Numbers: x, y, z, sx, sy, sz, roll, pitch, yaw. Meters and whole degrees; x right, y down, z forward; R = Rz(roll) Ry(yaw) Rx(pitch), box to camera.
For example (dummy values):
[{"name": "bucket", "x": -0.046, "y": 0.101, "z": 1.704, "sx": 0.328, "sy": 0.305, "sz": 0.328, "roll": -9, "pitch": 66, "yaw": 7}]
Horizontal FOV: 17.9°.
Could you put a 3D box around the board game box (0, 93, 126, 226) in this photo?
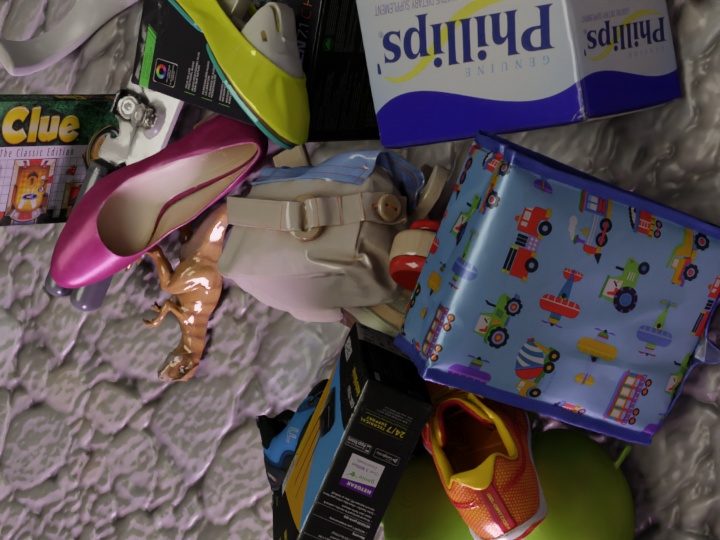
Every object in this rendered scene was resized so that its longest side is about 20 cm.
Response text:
[{"name": "board game box", "x": -0.259, "y": -0.087, "z": 1.792, "sx": 0.023, "sy": 0.199, "sz": 0.105, "roll": 24, "pitch": 110, "yaw": 40}]

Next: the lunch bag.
[{"name": "lunch bag", "x": 0.145, "y": 0.020, "z": 1.452, "sx": 0.094, "sy": 0.199, "sz": 0.151, "roll": -131, "pitch": 63, "yaw": -73}]

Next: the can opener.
[{"name": "can opener", "x": -0.187, "y": -0.064, "z": 1.801, "sx": 0.052, "sy": 0.066, "sz": 0.201, "roll": 27, "pitch": 98, "yaw": 23}]

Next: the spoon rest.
[{"name": "spoon rest", "x": -0.216, "y": -0.238, "z": 1.847, "sx": 0.200, "sy": 0.061, "sz": 0.100, "roll": -44, "pitch": 66, "yaw": 21}]

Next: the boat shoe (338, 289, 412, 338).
[{"name": "boat shoe", "x": 0.000, "y": 0.000, "z": 1.662, "sx": 0.199, "sy": 0.072, "sz": 0.076, "roll": 32, "pitch": 101, "yaw": 27}]

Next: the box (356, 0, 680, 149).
[{"name": "box", "x": 0.095, "y": -0.192, "z": 1.508, "sx": 0.183, "sy": 0.105, "sz": 0.201, "roll": -5, "pitch": 98, "yaw": 44}]

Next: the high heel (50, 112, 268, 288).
[{"name": "high heel", "x": -0.152, "y": -0.048, "z": 1.722, "sx": 0.068, "sy": 0.200, "sz": 0.096, "roll": 55, "pitch": 180, "yaw": -20}]

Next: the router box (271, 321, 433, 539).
[{"name": "router box", "x": -0.009, "y": 0.126, "z": 1.507, "sx": 0.051, "sy": 0.200, "sz": 0.150, "roll": 23, "pitch": 97, "yaw": -6}]

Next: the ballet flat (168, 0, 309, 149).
[{"name": "ballet flat", "x": -0.083, "y": -0.175, "z": 1.593, "sx": 0.067, "sy": 0.067, "sz": 0.200, "roll": -46, "pitch": 61, "yaw": 19}]

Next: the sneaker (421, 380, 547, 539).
[{"name": "sneaker", "x": 0.073, "y": 0.099, "z": 1.464, "sx": 0.077, "sy": 0.073, "sz": 0.200, "roll": 62, "pitch": 179, "yaw": -24}]

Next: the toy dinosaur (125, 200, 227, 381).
[{"name": "toy dinosaur", "x": -0.127, "y": -0.008, "z": 1.786, "sx": 0.106, "sy": 0.060, "sz": 0.201, "roll": 33, "pitch": 125, "yaw": 22}]

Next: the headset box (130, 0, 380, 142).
[{"name": "headset box", "x": -0.069, "y": -0.202, "z": 1.681, "sx": 0.199, "sy": 0.092, "sz": 0.175, "roll": 22, "pitch": 108, "yaw": 40}]

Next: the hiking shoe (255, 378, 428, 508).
[{"name": "hiking shoe", "x": -0.009, "y": 0.117, "z": 1.663, "sx": 0.200, "sy": 0.074, "sz": 0.087, "roll": -28, "pitch": 80, "yaw": 40}]

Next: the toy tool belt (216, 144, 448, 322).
[{"name": "toy tool belt", "x": -0.002, "y": -0.042, "z": 1.569, "sx": 0.199, "sy": 0.125, "sz": 0.124, "roll": -6, "pitch": 61, "yaw": 44}]

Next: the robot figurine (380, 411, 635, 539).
[{"name": "robot figurine", "x": 0.096, "y": 0.171, "z": 1.537, "sx": 0.199, "sy": 0.116, "sz": 0.177, "roll": -15, "pitch": 64, "yaw": 32}]
